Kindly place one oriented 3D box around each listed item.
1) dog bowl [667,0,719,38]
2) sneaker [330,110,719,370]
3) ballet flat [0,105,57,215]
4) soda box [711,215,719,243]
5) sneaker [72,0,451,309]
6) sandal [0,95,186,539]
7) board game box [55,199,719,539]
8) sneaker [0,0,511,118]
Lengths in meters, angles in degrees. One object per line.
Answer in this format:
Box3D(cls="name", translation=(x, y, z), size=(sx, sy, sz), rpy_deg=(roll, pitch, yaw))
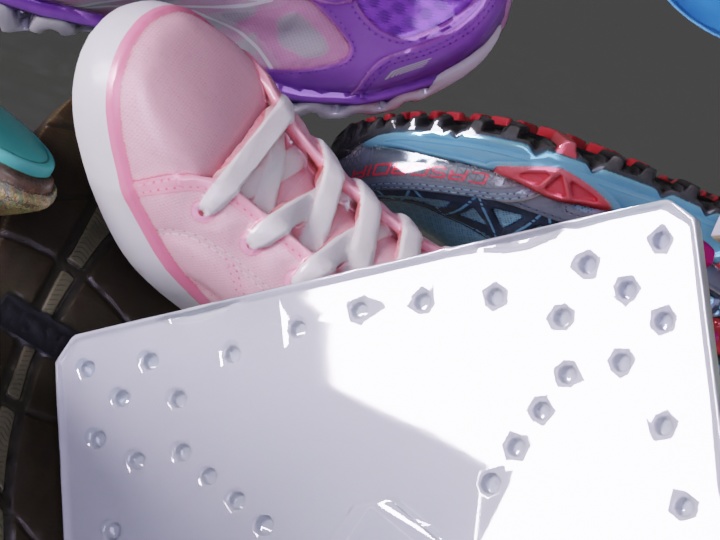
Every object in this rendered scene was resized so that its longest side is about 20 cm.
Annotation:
Box3D(cls="dog bowl", translation=(0.179, -0.110, 0.855), size=(0.199, 0.050, 0.112), rpy_deg=(17, 89, -4))
Box3D(cls="sneaker", translation=(0.078, 0.012, 0.833), size=(0.200, 0.079, 0.096), rpy_deg=(21, 90, -3))
Box3D(cls="ballet flat", translation=(-0.169, -0.062, 0.798), size=(0.071, 0.071, 0.200), rpy_deg=(-46, 65, -3))
Box3D(cls="soda box", translation=(0.182, -0.085, 0.786), size=(0.064, 0.068, 0.200), rpy_deg=(26, 83, -11))
Box3D(cls="sneaker", translation=(0.000, 0.000, 0.783), size=(0.075, 0.104, 0.200), rpy_deg=(-54, 127, -39))
Box3D(cls="sandal", translation=(-0.093, 0.020, 0.807), size=(0.082, 0.055, 0.200), rpy_deg=(34, 56, -18))
Box3D(cls="board game box", translation=(0.012, 0.098, 0.703), size=(0.199, 0.026, 0.201), rpy_deg=(-13, 72, 26))
Box3D(cls="sneaker", translation=(-0.049, -0.104, 0.812), size=(0.200, 0.088, 0.081), rpy_deg=(11, 74, -2))
